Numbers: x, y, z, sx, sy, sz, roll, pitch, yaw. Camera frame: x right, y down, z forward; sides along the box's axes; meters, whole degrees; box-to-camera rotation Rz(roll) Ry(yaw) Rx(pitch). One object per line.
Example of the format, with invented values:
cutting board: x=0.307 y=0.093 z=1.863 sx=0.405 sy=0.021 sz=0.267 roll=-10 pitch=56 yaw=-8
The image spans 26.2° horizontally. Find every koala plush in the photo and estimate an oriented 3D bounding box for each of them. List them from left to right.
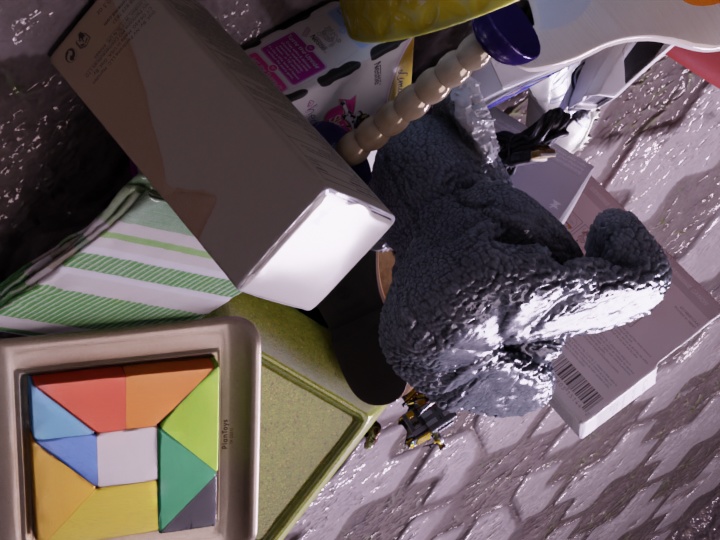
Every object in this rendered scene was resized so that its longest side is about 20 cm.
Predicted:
koala plush: x=0.068 y=-0.027 z=1.034 sx=0.183 sy=0.200 sz=0.177 roll=7 pitch=138 yaw=-44

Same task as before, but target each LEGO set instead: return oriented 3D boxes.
LEGO set: x=0.019 y=0.128 z=1.392 sx=0.153 sy=0.116 sz=0.200 roll=-31 pitch=169 yaw=-15

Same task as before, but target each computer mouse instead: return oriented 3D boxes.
computer mouse: x=0.176 y=-0.149 z=1.153 sx=0.200 sy=0.044 sz=0.110 roll=-42 pitch=-174 yaw=-14

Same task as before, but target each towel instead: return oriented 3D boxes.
towel: x=-0.144 y=0.001 z=1.024 sx=0.152 sy=0.023 sz=0.200 roll=13 pitch=145 yaw=-42

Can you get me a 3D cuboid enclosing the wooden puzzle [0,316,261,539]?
wooden puzzle: x=-0.169 y=0.128 z=1.090 sx=0.199 sy=0.037 sz=0.186 roll=-3 pitch=114 yaw=-14

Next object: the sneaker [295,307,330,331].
sneaker: x=-0.075 y=0.079 z=1.218 sx=0.200 sy=0.074 sz=0.080 roll=-36 pitch=130 yaw=-7

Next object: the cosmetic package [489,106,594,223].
cosmetic package: x=0.105 y=-0.028 z=1.300 sx=0.090 sy=0.107 sz=0.200 roll=-52 pitch=172 yaw=-43

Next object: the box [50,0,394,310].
box: x=-0.081 y=-0.077 z=0.899 sx=0.078 sy=0.200 sz=0.095 roll=-46 pitch=154 yaw=12

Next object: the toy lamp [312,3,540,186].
toy lamp: x=0.024 y=-0.102 z=0.986 sx=0.200 sy=0.058 sz=0.058 roll=-36 pitch=159 yaw=31

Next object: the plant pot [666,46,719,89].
plant pot: x=0.319 y=-0.228 z=1.237 sx=0.200 sy=0.177 sz=0.201 roll=-32 pitch=153 yaw=-19

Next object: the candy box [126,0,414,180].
candy box: x=-0.060 y=-0.093 z=1.063 sx=0.200 sy=0.061 sz=0.137 roll=-32 pitch=153 yaw=-19

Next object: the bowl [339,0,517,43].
bowl: x=0.064 y=-0.230 z=0.940 sx=0.200 sy=0.200 sz=0.108 roll=-32 pitch=111 yaw=-18

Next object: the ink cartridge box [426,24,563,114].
ink cartridge box: x=0.083 y=-0.136 z=1.157 sx=0.099 sy=0.039 sz=0.200 roll=-25 pitch=180 yaw=-30

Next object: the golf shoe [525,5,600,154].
golf shoe: x=0.147 y=-0.166 z=1.237 sx=0.097 sy=0.078 sz=0.201 roll=-14 pitch=137 yaw=-24

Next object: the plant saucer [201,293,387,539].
plant saucer: x=-0.090 y=0.123 z=1.163 sx=0.199 sy=0.048 sz=0.200 roll=33 pitch=100 yaw=-29

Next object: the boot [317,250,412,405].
boot: x=0.000 y=0.000 z=1.175 sx=0.073 sy=0.201 sz=0.075 roll=-17 pitch=180 yaw=25

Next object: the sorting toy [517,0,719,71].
sorting toy: x=0.147 y=-0.205 z=1.058 sx=0.180 sy=0.200 sz=0.107 roll=-33 pitch=132 yaw=-13

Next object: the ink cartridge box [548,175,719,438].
ink cartridge box: x=0.212 y=0.030 z=1.463 sx=0.176 sy=0.200 sz=0.045 roll=-36 pitch=154 yaw=-11
